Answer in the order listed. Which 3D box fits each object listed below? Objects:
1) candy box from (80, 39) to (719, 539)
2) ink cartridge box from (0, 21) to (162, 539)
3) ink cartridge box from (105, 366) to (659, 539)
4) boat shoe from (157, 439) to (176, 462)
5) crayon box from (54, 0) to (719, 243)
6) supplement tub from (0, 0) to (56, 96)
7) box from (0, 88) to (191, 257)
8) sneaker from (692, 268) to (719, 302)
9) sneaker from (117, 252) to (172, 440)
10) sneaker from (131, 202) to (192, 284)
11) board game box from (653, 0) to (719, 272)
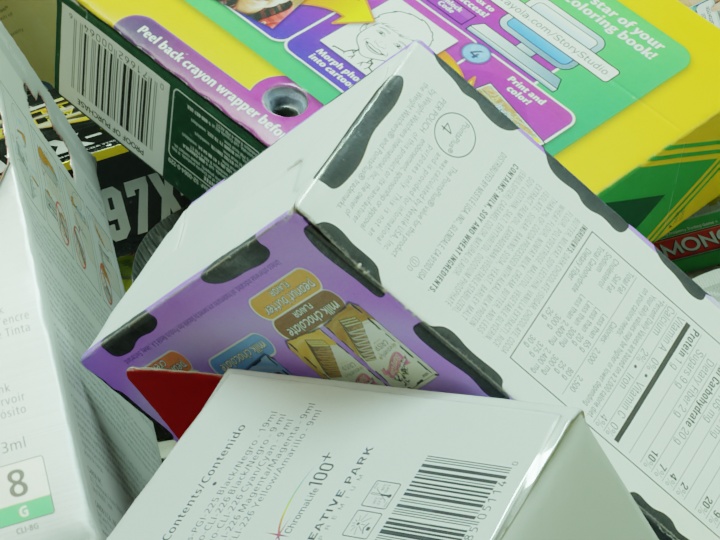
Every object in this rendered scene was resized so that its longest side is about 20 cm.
[{"bbox_3d":[0.037,0.044,0.868,0.072,0.200,0.168,-55,12,-28],"label":"candy box"},{"bbox_3d":[-0.107,0.027,0.969,0.050,0.161,0.200,-18,68,3],"label":"ink cartridge box"},{"bbox_3d":[0.018,0.126,0.846,0.175,0.200,0.084,5,50,42],"label":"ink cartridge box"},{"bbox_3d":[-0.131,0.119,1.062,0.200,0.073,0.063,-19,33,12],"label":"boat shoe"},{"bbox_3d":[0.019,-0.068,1.053,0.172,0.058,0.200,-33,58,-33],"label":"crayon box"},{"bbox_3d":[-0.161,-0.158,1.346,0.144,0.200,0.145,-22,36,17],"label":"supplement tub"},{"bbox_3d":[-0.108,-0.045,1.209,0.200,0.049,0.160,-18,17,-14],"label":"box"},{"bbox_3d":[0.104,0.043,1.006,0.200,0.074,0.079,-14,29,17],"label":"sneaker"},{"bbox_3d":[-0.110,0.018,1.211,0.200,0.078,0.090,9,41,40],"label":"sneaker"},{"bbox_3d":[0.000,0.000,1.109,0.200,0.115,0.076,-28,56,-24],"label":"sneaker"},{"bbox_3d":[0.139,-0.077,1.152,0.134,0.029,0.200,-15,39,25],"label":"board game box"}]
